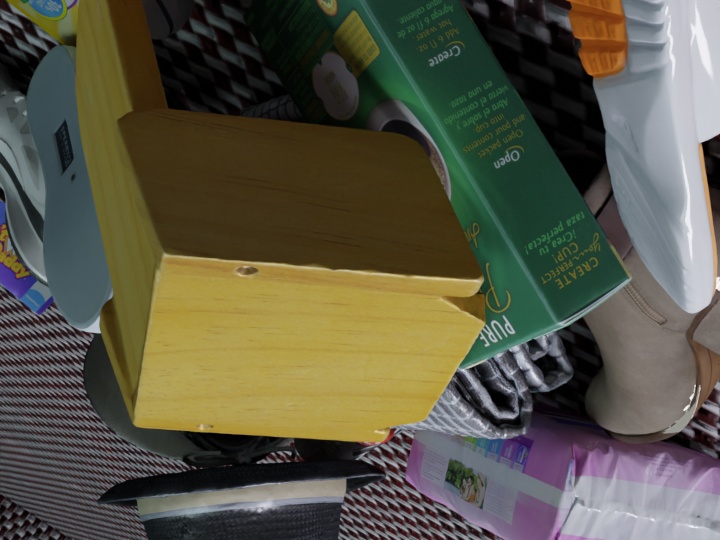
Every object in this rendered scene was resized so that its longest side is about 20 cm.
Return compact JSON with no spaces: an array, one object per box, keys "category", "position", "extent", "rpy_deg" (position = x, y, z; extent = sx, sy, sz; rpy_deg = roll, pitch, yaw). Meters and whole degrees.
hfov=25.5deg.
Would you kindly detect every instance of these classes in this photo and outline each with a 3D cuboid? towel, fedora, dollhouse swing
[{"category":"towel","position":[0.000,0.000,0.854],"extent":[0.200,0.086,0.165],"rpy_deg":[55,156,-17]},{"category":"fedora","position":[-0.070,0.172,0.992],"extent":[0.200,0.092,0.201],"rpy_deg":[-6,170,-1]},{"category":"dollhouse swing","position":[-0.047,-0.038,0.738],"extent":[0.181,0.176,0.200],"rpy_deg":[4,154,-9]}]

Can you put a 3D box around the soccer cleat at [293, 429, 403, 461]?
[{"category":"soccer cleat","position":[-0.013,0.097,1.042],"extent":[0.069,0.085,0.200],"rpy_deg":[51,-171,10]}]

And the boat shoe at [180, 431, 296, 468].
[{"category":"boat shoe","position":[-0.077,0.083,0.960],"extent":[0.200,0.075,0.062],"rpy_deg":[94,158,-61]}]

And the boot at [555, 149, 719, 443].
[{"category":"boot","position":[0.122,0.007,0.750],"extent":[0.146,0.070,0.200],"rpy_deg":[38,151,-12]}]

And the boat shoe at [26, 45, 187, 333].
[{"category":"boat shoe","position":[-0.127,-0.043,0.900],"extent":[0.091,0.201,0.071],"rpy_deg":[18,131,-36]}]

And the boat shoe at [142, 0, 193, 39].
[{"category":"boat shoe","position":[-0.166,-0.162,0.749],"extent":[0.200,0.067,0.073],"rpy_deg":[40,159,-33]}]

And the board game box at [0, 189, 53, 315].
[{"category":"board game box","position":[-0.268,-0.056,1.145],"extent":[0.134,0.045,0.200],"rpy_deg":[43,-176,-20]}]

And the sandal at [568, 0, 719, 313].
[{"category":"sandal","position":[0.120,-0.075,0.586],"extent":[0.079,0.059,0.207],"rpy_deg":[56,169,46]}]

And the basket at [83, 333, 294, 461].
[{"category":"basket","position":[-0.098,0.028,1.050],"extent":[0.180,0.136,0.200],"rpy_deg":[2,152,-5]}]

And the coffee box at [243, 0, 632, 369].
[{"category":"coffee box","position":[0.028,-0.058,0.696],"extent":[0.200,0.044,0.123],"rpy_deg":[58,158,3]}]

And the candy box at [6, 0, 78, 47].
[{"category":"candy box","position":[-0.163,-0.180,0.853],"extent":[0.102,0.026,0.200],"rpy_deg":[36,160,-12]}]

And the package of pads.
[{"category":"package of pads","position":[0.119,0.121,0.907],"extent":[0.120,0.076,0.200],"rpy_deg":[15,179,-21]}]

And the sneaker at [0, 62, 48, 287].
[{"category":"sneaker","position":[-0.194,-0.092,1.048],"extent":[0.076,0.115,0.201],"rpy_deg":[17,-145,-55]}]
